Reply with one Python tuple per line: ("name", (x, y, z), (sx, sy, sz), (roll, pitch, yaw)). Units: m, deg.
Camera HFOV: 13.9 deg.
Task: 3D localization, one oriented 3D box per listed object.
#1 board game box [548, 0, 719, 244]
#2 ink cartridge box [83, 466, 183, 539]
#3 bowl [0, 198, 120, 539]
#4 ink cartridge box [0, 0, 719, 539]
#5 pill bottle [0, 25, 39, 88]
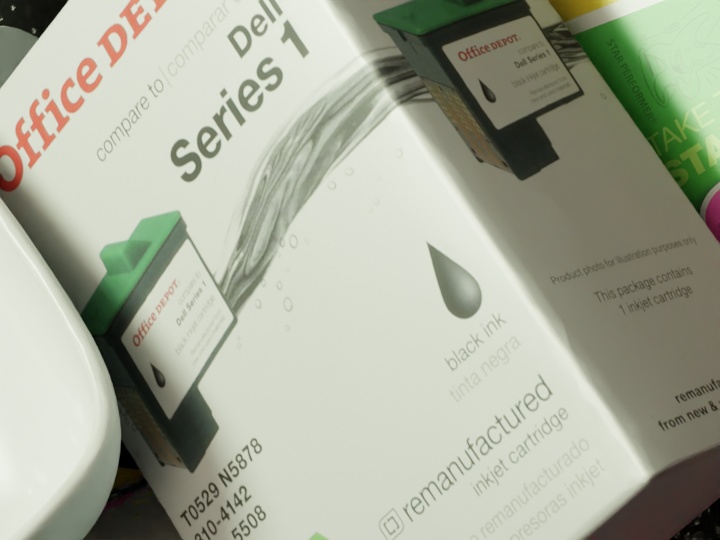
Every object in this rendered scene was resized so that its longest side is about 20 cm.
("board game box", (0.132, -0.081, 0.750), (0.200, 0.040, 0.153), (-34, 72, 25))
("ink cartridge box", (-0.086, 0.120, 0.870), (0.200, 0.067, 0.117), (8, 110, 29))
("bowl", (-0.174, 0.046, 0.772), (0.200, 0.075, 0.200), (-36, 62, -10))
("ink cartridge box", (0.000, 0.000, 0.758), (0.146, 0.084, 0.200), (-47, 70, 37))
("pill bottle", (-0.171, 0.005, 0.912), (0.200, 0.120, 0.120), (-26, 75, 26))
